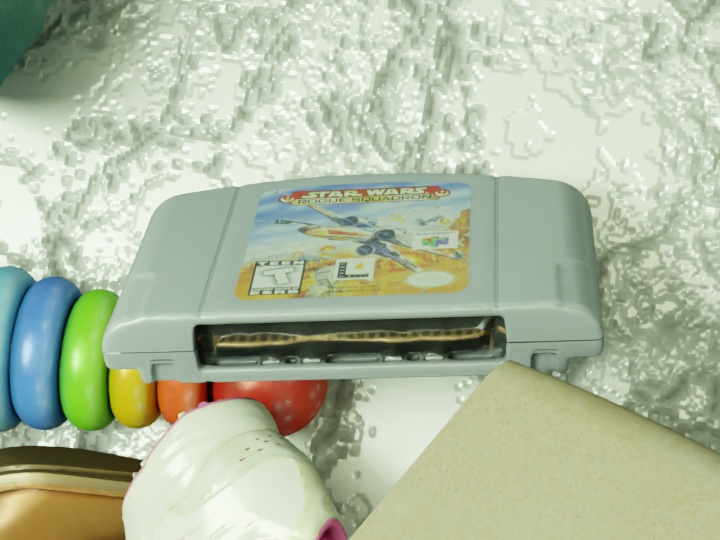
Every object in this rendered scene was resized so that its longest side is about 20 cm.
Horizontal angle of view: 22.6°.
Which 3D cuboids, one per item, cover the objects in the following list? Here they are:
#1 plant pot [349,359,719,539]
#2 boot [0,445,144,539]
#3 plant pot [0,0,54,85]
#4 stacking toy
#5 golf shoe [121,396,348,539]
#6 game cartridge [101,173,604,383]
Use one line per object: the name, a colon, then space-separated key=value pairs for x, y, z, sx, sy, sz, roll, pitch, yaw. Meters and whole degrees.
plant pot: x=0.088 y=0.150 z=0.700 sx=0.177 sy=0.200 sz=0.200 roll=39 pitch=88 yaw=20
boot: x=-0.169 y=0.161 z=0.791 sx=0.200 sy=0.077 sz=0.155 roll=-5 pitch=95 yaw=-23
plant pot: x=-0.174 y=-0.206 z=0.805 sx=0.200 sy=0.200 sz=0.196 roll=40 pitch=81 yaw=13
stacking toy: x=-0.113 y=0.038 z=0.808 sx=0.200 sy=0.085 sz=0.085 roll=4 pitch=82 yaw=5
golf shoe: x=-0.075 y=0.154 z=0.759 sx=0.092 sy=0.075 sz=0.200 roll=37 pitch=110 yaw=31
game cartridge: x=0.000 y=0.000 z=0.767 sx=0.200 sy=0.133 sz=0.042 roll=-2 pitch=121 yaw=5
